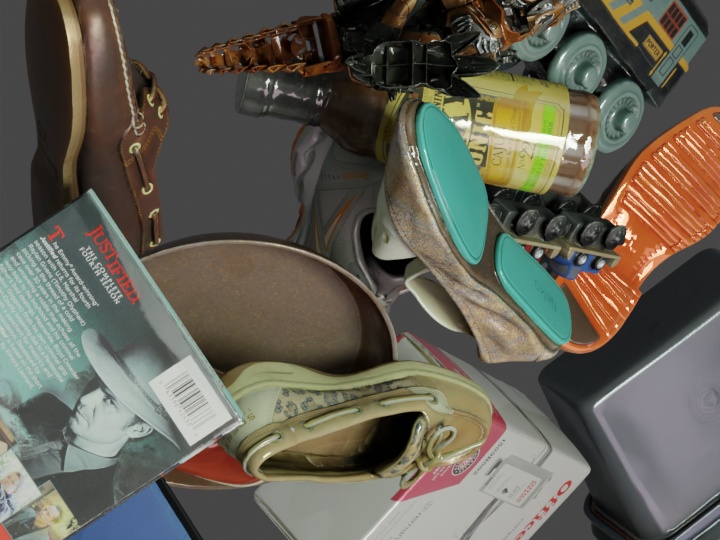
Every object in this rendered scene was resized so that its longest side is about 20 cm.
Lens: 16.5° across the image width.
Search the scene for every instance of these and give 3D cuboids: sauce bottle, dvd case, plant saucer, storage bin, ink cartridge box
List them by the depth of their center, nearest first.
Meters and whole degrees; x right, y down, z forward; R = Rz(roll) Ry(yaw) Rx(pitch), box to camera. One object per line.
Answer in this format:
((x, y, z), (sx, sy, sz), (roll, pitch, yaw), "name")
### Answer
((-0.181, 0.072, 1.274), (0.200, 0.022, 0.146), (-34, 96, 3), "dvd case")
((0.031, -0.087, 1.370), (0.199, 0.065, 0.065), (9, 124, -10), "sauce bottle")
((-0.079, 0.047, 1.431), (0.200, 0.035, 0.201), (-5, 133, -5), "plant saucer")
((0.045, 0.135, 1.599), (0.147, 0.083, 0.200), (-48, 151, 7), "ink cartridge box")
((0.221, 0.083, 1.699), (0.200, 0.146, 0.135), (-35, 114, -9), "storage bin")

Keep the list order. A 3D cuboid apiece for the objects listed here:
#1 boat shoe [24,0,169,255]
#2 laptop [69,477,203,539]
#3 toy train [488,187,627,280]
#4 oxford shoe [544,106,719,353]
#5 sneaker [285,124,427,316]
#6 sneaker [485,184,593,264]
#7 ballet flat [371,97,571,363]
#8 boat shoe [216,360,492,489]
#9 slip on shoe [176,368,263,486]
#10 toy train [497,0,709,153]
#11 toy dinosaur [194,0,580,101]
((-0.134, -0.078, 1.291), (0.070, 0.070, 0.200), (-16, 143, -19), "boat shoe")
((-0.201, 0.149, 1.326), (0.200, 0.103, 0.177), (32, 116, -29), "laptop")
((0.093, -0.021, 1.442), (0.200, 0.034, 0.046), (7, 118, -51), "toy train")
((0.172, -0.030, 1.606), (0.200, 0.073, 0.071), (-45, 102, -16), "oxford shoe")
((0.000, 0.000, 1.455), (0.076, 0.092, 0.200), (-22, 138, -24), "sneaker")
((0.076, -0.050, 1.487), (0.079, 0.075, 0.200), (-43, 141, 4), "sneaker")
((0.046, -0.012, 1.333), (0.067, 0.068, 0.200), (-12, 134, 26), "ballet flat")
((0.001, 0.096, 1.407), (0.200, 0.063, 0.073), (2, 128, -37), "boat shoe")
((-0.127, 0.080, 1.391), (0.200, 0.061, 0.074), (28, 121, -31), "slip on shoe")
((0.125, -0.153, 1.436), (0.114, 0.085, 0.200), (-53, 139, -6), "toy train")
((0.021, -0.124, 1.292), (0.200, 0.102, 0.136), (-34, -178, -8), "toy dinosaur")
